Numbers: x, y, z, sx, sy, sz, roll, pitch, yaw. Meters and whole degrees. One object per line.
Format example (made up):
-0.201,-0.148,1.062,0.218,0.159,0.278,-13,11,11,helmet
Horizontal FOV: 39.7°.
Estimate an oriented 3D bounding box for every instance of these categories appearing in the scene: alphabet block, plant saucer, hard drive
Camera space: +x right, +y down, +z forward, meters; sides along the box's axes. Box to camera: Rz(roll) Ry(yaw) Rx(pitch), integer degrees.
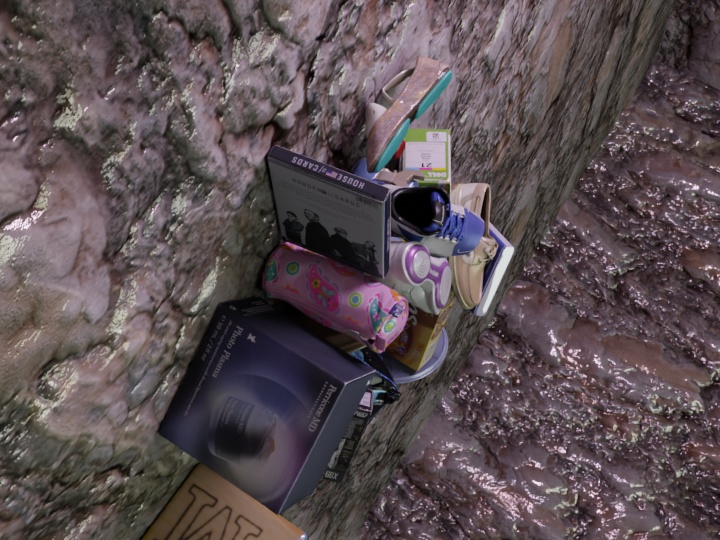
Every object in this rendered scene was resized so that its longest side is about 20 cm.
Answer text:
-0.211,0.446,1.519,0.197,0.200,0.195,-52,164,-24,alphabet block
-0.047,0.076,1.432,0.200,0.200,0.030,-39,122,-53,plant saucer
0.179,-0.034,1.686,0.025,0.200,0.132,6,119,-28,hard drive

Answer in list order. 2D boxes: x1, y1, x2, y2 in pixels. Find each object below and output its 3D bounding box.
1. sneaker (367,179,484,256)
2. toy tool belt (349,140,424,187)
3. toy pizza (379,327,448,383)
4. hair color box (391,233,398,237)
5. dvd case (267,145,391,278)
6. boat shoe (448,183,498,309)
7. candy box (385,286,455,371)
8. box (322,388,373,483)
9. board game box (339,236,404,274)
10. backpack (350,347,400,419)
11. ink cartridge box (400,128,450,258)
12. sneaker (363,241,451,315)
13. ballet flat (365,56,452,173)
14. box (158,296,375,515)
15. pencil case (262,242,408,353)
0.096,-0.065,1.345,0.199,0.115,0.081,18,87,-31,sneaker
0.037,-0.100,1.442,0.200,0.123,0.125,-58,165,-7,toy tool belt
0.057,0.132,1.791,0.200,0.200,0.032,-48,150,-38,toy pizza
0.033,0.002,1.739,0.109,0.065,0.200,-37,154,-54,hair color box
-0.035,-0.067,1.221,0.200,0.150,0.025,89,25,-63,dvd case
0.181,-0.038,1.579,0.072,0.065,0.201,-7,96,-62,boat shoe
0.088,0.061,1.682,0.056,0.117,0.200,-41,156,-46,candy box
-0.097,0.223,1.471,0.050,0.199,0.158,-85,-168,-56,box
0.000,0.000,1.487,0.200,0.134,0.034,-40,132,-53,board game box
-0.068,0.169,1.557,0.183,0.135,0.200,-43,126,12,backpack
0.100,-0.100,1.560,0.148,0.076,0.201,90,2,-61,ink cartridge box
0.065,0.002,1.390,0.200,0.099,0.075,45,58,-58,sneaker
0.048,-0.217,1.366,0.200,0.067,0.068,-53,169,-23,ballet flat
-0.120,0.170,1.297,0.200,0.198,0.123,-64,165,12,box
-0.034,0.036,1.319,0.087,0.200,0.088,-51,158,-31,pencil case
